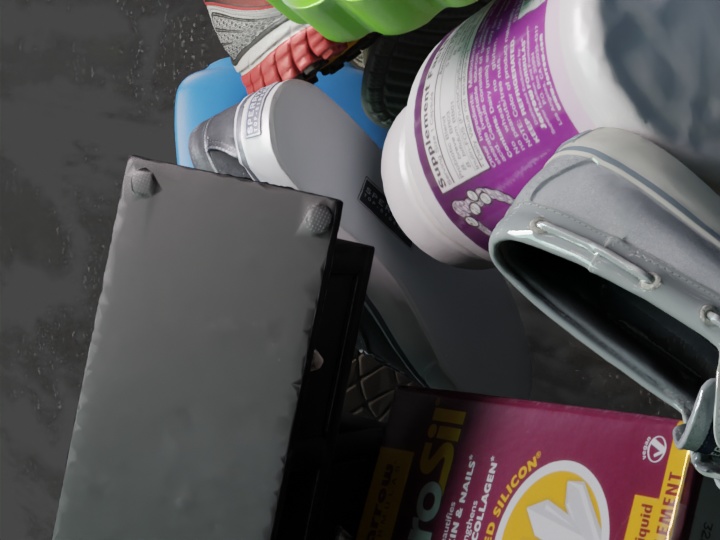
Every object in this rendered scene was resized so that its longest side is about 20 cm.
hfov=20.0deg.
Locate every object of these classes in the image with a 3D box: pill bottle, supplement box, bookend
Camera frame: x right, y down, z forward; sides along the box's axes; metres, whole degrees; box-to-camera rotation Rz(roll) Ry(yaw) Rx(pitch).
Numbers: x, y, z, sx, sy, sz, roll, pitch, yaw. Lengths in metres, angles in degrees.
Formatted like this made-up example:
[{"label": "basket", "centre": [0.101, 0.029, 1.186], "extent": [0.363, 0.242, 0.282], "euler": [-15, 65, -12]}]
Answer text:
[{"label": "pill bottle", "centre": [0.085, -0.061, 0.797], "extent": [0.200, 0.112, 0.113], "euler": [150, 115, -63]}, {"label": "supplement box", "centre": [0.084, 0.112, 0.787], "extent": [0.200, 0.085, 0.111], "euler": [2, 75, 59]}, {"label": "bookend", "centre": [-0.037, 0.064, 0.866], "extent": [0.200, 0.092, 0.199], "euler": [6, -84, -71]}]

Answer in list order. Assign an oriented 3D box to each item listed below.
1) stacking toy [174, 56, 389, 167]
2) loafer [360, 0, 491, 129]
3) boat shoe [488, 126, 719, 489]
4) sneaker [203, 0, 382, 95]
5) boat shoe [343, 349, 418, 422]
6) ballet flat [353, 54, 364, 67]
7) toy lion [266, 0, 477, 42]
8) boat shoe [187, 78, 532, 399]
[{"label": "stacking toy", "centre": [-0.047, -0.021, 1.133], "extent": [0.200, 0.116, 0.110], "euler": [101, 165, -59]}, {"label": "loafer", "centre": [0.051, -0.151, 0.934], "extent": [0.070, 0.075, 0.200], "euler": [-100, 27, -50]}, {"label": "boat shoe", "centre": [0.126, 0.037, 0.668], "extent": [0.201, 0.071, 0.070], "euler": [40, 154, 17]}, {"label": "sneaker", "centre": [-0.002, -0.148, 0.860], "extent": [0.200, 0.078, 0.082], "euler": [-36, 88, 38]}, {"label": "boat shoe", "centre": [-0.002, 0.060, 1.044], "extent": [0.073, 0.074, 0.201], "euler": [-130, 45, -54]}, {"label": "ballet flat", "centre": [0.004, -0.173, 1.014], "extent": [0.200, 0.075, 0.068], "euler": [-56, 45, 52]}, {"label": "toy lion", "centre": [0.034, -0.185, 0.763], "extent": [0.200, 0.069, 0.192], "euler": [-31, 49, 23]}, {"label": "boat shoe", "centre": [0.000, 0.000, 0.916], "extent": [0.068, 0.200, 0.072], "euler": [-18, 38, 41]}]
